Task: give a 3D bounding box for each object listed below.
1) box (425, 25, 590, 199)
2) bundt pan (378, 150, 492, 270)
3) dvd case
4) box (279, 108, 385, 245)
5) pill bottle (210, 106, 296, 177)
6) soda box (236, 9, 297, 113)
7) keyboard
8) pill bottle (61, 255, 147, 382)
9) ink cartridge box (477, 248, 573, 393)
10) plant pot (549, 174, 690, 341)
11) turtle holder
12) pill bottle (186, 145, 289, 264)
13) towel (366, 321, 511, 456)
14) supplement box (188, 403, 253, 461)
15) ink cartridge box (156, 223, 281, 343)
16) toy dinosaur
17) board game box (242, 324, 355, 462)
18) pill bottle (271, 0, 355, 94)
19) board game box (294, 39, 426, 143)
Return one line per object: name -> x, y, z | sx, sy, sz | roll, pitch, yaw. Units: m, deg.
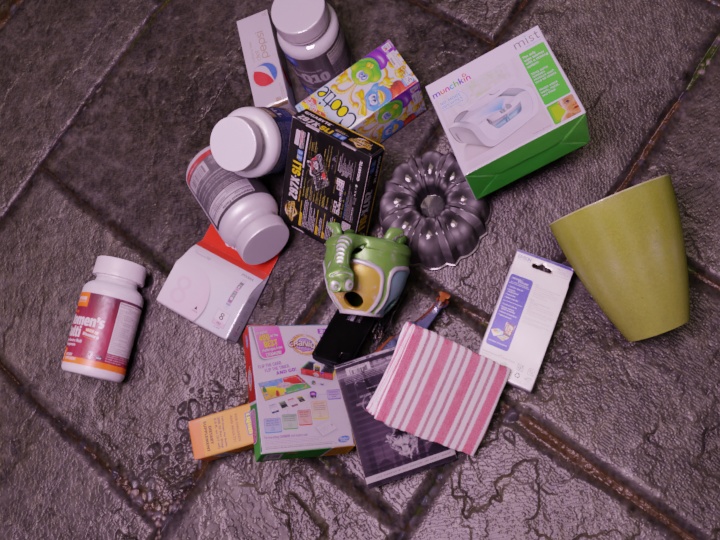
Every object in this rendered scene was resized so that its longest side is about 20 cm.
box -> 0.227, -0.242, 1.113 | 0.196, 0.097, 0.180 | -25, 65, 12
bundt pan -> 0.118, -0.108, 1.192 | 0.196, 0.076, 0.208 | -4, 75, 13
dvd case -> 0.055, 0.214, 1.076 | 0.145, 0.016, 0.205 | -17, 104, -5
box -> -0.052, -0.141, 1.189 | 0.158, 0.204, 0.049 | 30, 40, 22
pill bottle -> -0.168, -0.215, 1.196 | 0.108, 0.200, 0.114 | 4, 103, 16
soda box -> -0.175, -0.380, 1.348 | 0.066, 0.064, 0.205 | -17, 72, 8
keyboard -> 0.009, 0.082, 1.161 | 0.102, 0.040, 0.202 | 11, 54, 30
pill bottle -> -0.444, 0.085, 1.260 | 0.107, 0.110, 0.206 | 7, 76, 15
ink cartridge box -> 0.256, 0.078, 1.124 | 0.097, 0.039, 0.204 | 21, 82, 19
plant pot -> 0.400, -0.008, 1.054 | 0.183, 0.187, 0.205 | -21, 85, 7
turtle holder -> 0.010, 0.002, 1.088 | 0.137, 0.185, 0.136 | 7, 87, -7
pill bottle -> -0.212, -0.115, 1.248 | 0.115, 0.116, 0.201 | -38, 65, 1
towel -> 0.119, 0.176, 1.057 | 0.197, 0.030, 0.149 | 25, 93, -22
supplement box -> -0.175, 0.252, 1.168 | 0.195, 0.069, 0.068 | -18, 72, 5
ink cartridge box -> -0.245, 0.002, 1.267 | 0.160, 0.057, 0.204 | 24, 86, 19
toy dinosaur -> 0.068, 0.107, 1.134 | 0.196, 0.105, 0.185 | 17, 69, 24
board game box -> -0.098, 0.184, 1.113 | 0.149, 0.040, 0.205 | 2, 60, -23
pill bottle -> -0.081, -0.399, 1.256 | 0.110, 0.200, 0.117 | -4, 73, 13
board game box -> 0.003, -0.283, 1.254 | 0.198, 0.105, 0.104 | -34, 69, 3
